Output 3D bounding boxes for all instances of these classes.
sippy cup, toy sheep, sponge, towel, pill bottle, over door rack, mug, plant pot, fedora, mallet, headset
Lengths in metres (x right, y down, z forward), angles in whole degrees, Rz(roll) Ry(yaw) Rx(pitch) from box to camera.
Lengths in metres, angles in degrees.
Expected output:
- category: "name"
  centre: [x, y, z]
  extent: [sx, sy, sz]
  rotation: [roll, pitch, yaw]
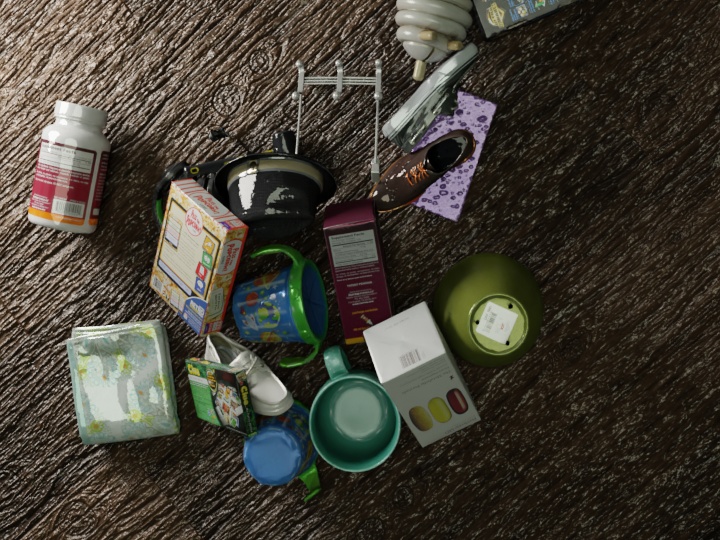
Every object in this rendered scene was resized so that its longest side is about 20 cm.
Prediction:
- category: "sippy cup"
  centre: [-0.134, 0.059, 1.540]
  extent: [0.128, 0.140, 0.181]
  rotation: [-10, 70, 15]
- category: "toy sheep"
  centre: [0.116, -0.401, 1.490]
  extent: [0.136, 0.138, 0.203]
  rotation: [19, 94, 2]
- category: "sponge"
  centre: [0.141, -0.195, 1.554]
  extent: [0.110, 0.030, 0.203]
  rotation: [19, 96, 3]
- category: "towel"
  centre: [-0.404, 0.189, 1.609]
  extent: [0.168, 0.048, 0.204]
  rotation: [-7, 94, 5]
- category: "pill bottle"
  centre: [-0.474, -0.170, 1.556]
  extent: [0.111, 0.113, 0.203]
  rotation: [12, 94, 3]
- category: "over door rack"
  centre: [-0.036, -0.245, 1.524]
  extent: [0.145, 0.067, 0.204]
  rotation: [1, 79, 5]
- category: "mug"
  centre: [-0.002, 0.224, 1.551]
  extent: [0.150, 0.114, 0.188]
  rotation: [13, 94, 3]
- category: "sippy cup"
  centre: [-0.135, 0.291, 1.557]
  extent: [0.175, 0.130, 0.142]
  rotation: [17, 96, 2]
- category: "plant pot"
  centre: [0.207, 0.073, 1.483]
  extent: [0.184, 0.200, 0.191]
  rotation: [0, 95, 4]
- category: "fedora"
  centre: [-0.136, -0.106, 1.496]
  extent: [0.197, 0.201, 0.093]
  rotation: [0, 66, 4]
- category: "mallet"
  centre: [-0.192, -0.189, 1.535]
  extent: [0.197, 0.041, 0.067]
  rotation: [-7, 91, -23]
- category: "headset"
  centre: [-0.271, -0.141, 1.577]
  extent: [0.122, 0.094, 0.202]
  rotation: [23, 110, 3]

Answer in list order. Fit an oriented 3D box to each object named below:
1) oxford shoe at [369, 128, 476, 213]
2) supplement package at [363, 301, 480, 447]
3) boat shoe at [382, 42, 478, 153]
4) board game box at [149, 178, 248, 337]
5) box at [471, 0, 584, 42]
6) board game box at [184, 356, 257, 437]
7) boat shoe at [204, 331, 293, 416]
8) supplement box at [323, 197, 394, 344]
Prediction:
- category: "oxford shoe"
  centre: [0.093, -0.161, 1.507]
  extent: [0.199, 0.073, 0.072]
  rotation: [-37, 88, 12]
- category: "supplement package"
  centre: [0.100, 0.167, 1.491]
  extent: [0.112, 0.110, 0.201]
  rotation: [-26, 135, 6]
- category: "boat shoe"
  centre: [0.123, -0.271, 1.506]
  extent: [0.071, 0.072, 0.200]
  rotation: [43, 100, -7]
- category: "board game box"
  centre: [-0.263, -0.020, 1.514]
  extent: [0.151, 0.046, 0.202]
  rotation: [39, 125, 30]
- category: "box"
  centre: [0.256, -0.500, 1.515]
  extent: [0.196, 0.050, 0.203]
  rotation: [-22, 93, 6]
- category: "board game box"
  centre: [-0.228, 0.202, 1.531]
  extent: [0.023, 0.199, 0.107]
  rotation: [-18, 102, -31]
- category: "boat shoe"
  centre: [-0.189, 0.163, 1.534]
  extent: [0.199, 0.071, 0.070]
  rotation: [30, 140, 33]
- category: "supplement box"
  centre: [0.000, 0.000, 1.510]
  extent: [0.084, 0.111, 0.203]
  rotation: [-9, 111, 4]
